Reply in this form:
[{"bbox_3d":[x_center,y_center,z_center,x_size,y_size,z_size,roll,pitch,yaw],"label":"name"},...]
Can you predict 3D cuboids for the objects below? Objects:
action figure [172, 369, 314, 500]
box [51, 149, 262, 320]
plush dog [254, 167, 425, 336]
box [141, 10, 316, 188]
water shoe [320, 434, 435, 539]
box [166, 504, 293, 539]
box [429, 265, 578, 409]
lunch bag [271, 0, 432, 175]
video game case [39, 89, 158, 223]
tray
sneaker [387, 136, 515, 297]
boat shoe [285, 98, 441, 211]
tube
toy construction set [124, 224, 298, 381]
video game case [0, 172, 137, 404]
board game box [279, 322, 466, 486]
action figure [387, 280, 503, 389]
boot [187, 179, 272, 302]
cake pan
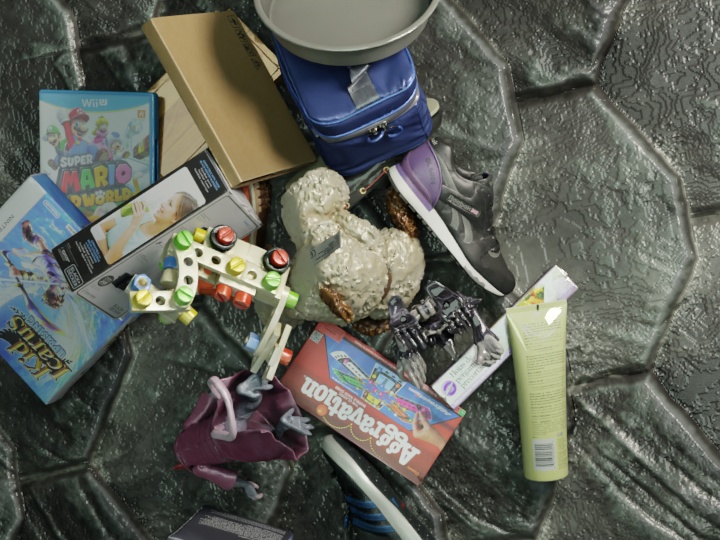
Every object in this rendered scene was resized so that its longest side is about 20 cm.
[{"bbox_3d":[-0.153,0.194,1.542,0.200,0.149,0.134,-28,77,36],"label":"action figure"},{"bbox_3d":[-0.217,-0.036,1.488,0.200,0.117,0.060,-32,68,4],"label":"box"},{"bbox_3d":[0.000,0.000,1.519,0.160,0.171,0.200,39,122,41],"label":"plush dog"},{"bbox_3d":[-0.140,-0.191,1.504,0.021,0.163,0.200,-31,87,31],"label":"box"},{"bbox_3d":[0.007,0.280,1.567,0.079,0.071,0.200,-40,85,8],"label":"water shoe"},{"bbox_3d":[-0.165,0.385,1.516,0.123,0.198,0.201,16,92,5],"label":"box"},{"bbox_3d":[0.162,0.075,1.562,0.200,0.041,0.039,-44,86,-2],"label":"box"},{"bbox_3d":[-0.012,-0.211,1.504,0.136,0.132,0.200,-26,59,1],"label":"lunch bag"},{"bbox_3d":[-0.303,-0.107,1.596,0.143,0.018,0.201,3,99,13],"label":"video game case"},{"bbox_3d":[-0.187,-0.197,1.603,0.200,0.037,0.099,-45,86,4],"label":"tray"},{"bbox_3d":[0.124,-0.060,1.532,0.088,0.076,0.200,-38,108,12],"label":"sneaker"},{"bbox_3d":[0.012,-0.125,1.575,0.201,0.074,0.063,-36,118,-4],"label":"boat shoe"},{"bbox_3d":[0.203,0.134,1.545,0.052,0.058,0.201,1,102,27],"label":"tube"},{"bbox_3d":[-0.141,0.028,1.435,0.200,0.092,0.131,32,56,-26],"label":"toy construction set"},{"bbox_3d":[-0.365,0.022,1.596,0.200,0.045,0.181,46,105,3],"label":"video game case"},{"bbox_3d":[0.011,0.150,1.587,0.200,0.019,0.103,33,86,4],"label":"board game box"},{"bbox_3d":[0.084,0.072,1.491,0.119,0.200,0.102,-24,77,6],"label":"action figure"},{"bbox_3d":[-0.155,-0.064,1.583,0.107,0.075,0.201,1,91,10],"label":"boot"},{"bbox_3d":[-0.012,-0.287,1.454,0.200,0.037,0.201,-3,51,3],"label":"cake pan"}]
